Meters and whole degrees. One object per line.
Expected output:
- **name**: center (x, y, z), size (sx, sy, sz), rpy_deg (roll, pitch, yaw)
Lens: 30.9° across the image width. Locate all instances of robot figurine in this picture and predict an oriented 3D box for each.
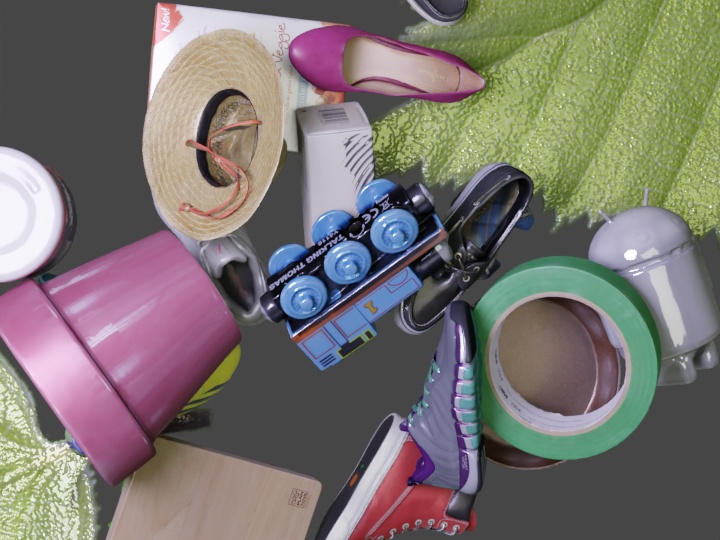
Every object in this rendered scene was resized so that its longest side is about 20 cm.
- **robot figurine**: center (0.308, 0.019, 1.369), size (0.169, 0.112, 0.202), rpy_deg (-25, 98, -39)

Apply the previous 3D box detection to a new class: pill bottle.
- **pill bottle**: center (-0.330, -0.050, 1.231), size (0.118, 0.200, 0.121), rpy_deg (0, 91, -7)

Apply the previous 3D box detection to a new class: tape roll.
- **tape roll**: center (0.202, 0.089, 1.317), size (0.198, 0.048, 0.203), rpy_deg (5, 106, 17)

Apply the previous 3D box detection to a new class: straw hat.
- **straw hat**: center (-0.117, -0.123, 1.257), size (0.085, 0.200, 0.203), rpy_deg (11, 93, -51)

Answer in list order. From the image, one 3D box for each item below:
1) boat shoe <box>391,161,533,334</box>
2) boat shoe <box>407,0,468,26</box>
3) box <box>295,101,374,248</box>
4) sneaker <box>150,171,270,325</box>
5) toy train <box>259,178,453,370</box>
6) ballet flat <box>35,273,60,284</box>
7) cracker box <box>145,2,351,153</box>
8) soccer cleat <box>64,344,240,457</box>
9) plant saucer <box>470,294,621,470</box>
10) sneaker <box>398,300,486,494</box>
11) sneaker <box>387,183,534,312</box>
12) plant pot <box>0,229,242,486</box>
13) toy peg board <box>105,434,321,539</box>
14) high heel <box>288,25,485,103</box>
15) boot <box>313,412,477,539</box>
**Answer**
- **boat shoe**: center (0.101, -0.022, 1.296), size (0.068, 0.057, 0.201), rpy_deg (36, 85, -24)
- **boat shoe**: center (0.056, -0.346, 1.335), size (0.071, 0.068, 0.202), rpy_deg (-25, 98, -7)
- **box**: center (-0.022, -0.059, 1.301), size (0.068, 0.082, 0.202), rpy_deg (-7, 119, -7)
- **sneaker**: center (-0.144, -0.033, 1.310), size (0.078, 0.099, 0.201), rpy_deg (-34, 98, -4)
- **toy train**: center (0.000, 0.000, 1.246), size (0.199, 0.087, 0.114), rpy_deg (-36, 125, 8)
- **ballet flat**: center (-0.240, 0.054, 1.324), size (0.198, 0.072, 0.073), rpy_deg (13, 92, -1)
- **cracker box**: center (-0.115, -0.192, 1.324), size (0.198, 0.058, 0.136), rpy_deg (5, 95, -8)
- **soccer cleat**: center (-0.207, 0.131, 1.320), size (0.199, 0.084, 0.065), rpy_deg (-29, 98, -5)
- **plant saucer**: center (0.180, 0.111, 1.398), size (0.198, 0.034, 0.203), rpy_deg (-1, 94, -9)
- **sneaker**: center (0.077, 0.129, 1.300), size (0.086, 0.074, 0.202), rpy_deg (-1, 104, 12)
- **sneaker**: center (0.102, -0.016, 1.360), size (0.200, 0.077, 0.085), rpy_deg (-41, 102, -3)
- **plant pot**: center (-0.216, 0.065, 1.203), size (0.178, 0.200, 0.201), rpy_deg (-37, 98, -14)
- **toy peg board**: center (-0.172, 0.275, 1.344), size (0.198, 0.098, 0.202), rpy_deg (19, 92, -24)
- **high heel**: center (0.028, -0.204, 1.282), size (0.198, 0.096, 0.068), rpy_deg (-1, 98, -39)
- **boot**: center (0.040, 0.273, 1.374), size (0.144, 0.072, 0.201), rpy_deg (35, 85, -10)
